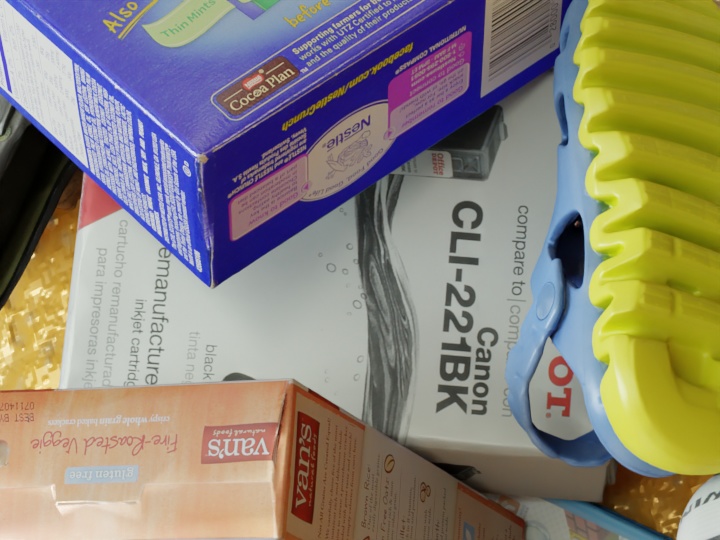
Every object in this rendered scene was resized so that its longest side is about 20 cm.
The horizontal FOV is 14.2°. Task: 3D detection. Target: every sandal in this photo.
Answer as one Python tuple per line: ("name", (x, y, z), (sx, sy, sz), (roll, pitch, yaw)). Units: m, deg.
("sandal", (0.085, -0.014, 0.970), (0.087, 0.079, 0.201), (-37, 39, 49))

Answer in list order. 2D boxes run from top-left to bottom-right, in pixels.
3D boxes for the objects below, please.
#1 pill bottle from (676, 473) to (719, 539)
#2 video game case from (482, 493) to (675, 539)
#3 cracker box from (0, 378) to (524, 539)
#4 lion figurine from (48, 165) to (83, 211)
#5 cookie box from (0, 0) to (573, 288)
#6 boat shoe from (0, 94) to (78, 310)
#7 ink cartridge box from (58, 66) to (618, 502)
("pill bottle", (0.173, 0.098, 0.914), (0.200, 0.106, 0.107), (-23, 70, 25))
("video game case", (0.096, 0.169, 1.051), (0.200, 0.018, 0.144), (24, 94, 32))
("cracker box", (-0.041, 0.091, 1.012), (0.134, 0.200, 0.058), (-3, 72, 25))
("lion figurine", (-0.051, -0.072, 1.154), (0.122, 0.072, 0.201), (-1, 78, 28))
("cookie box", (-0.052, -0.114, 1.010), (0.171, 0.075, 0.200), (-34, 58, -25))
("boat shoe", (-0.121, -0.066, 1.118), (0.065, 0.073, 0.200), (29, 92, 23))
("ink cartridge box", (0.000, 0.000, 1.051), (0.199, 0.084, 0.145), (4, 77, 3))
